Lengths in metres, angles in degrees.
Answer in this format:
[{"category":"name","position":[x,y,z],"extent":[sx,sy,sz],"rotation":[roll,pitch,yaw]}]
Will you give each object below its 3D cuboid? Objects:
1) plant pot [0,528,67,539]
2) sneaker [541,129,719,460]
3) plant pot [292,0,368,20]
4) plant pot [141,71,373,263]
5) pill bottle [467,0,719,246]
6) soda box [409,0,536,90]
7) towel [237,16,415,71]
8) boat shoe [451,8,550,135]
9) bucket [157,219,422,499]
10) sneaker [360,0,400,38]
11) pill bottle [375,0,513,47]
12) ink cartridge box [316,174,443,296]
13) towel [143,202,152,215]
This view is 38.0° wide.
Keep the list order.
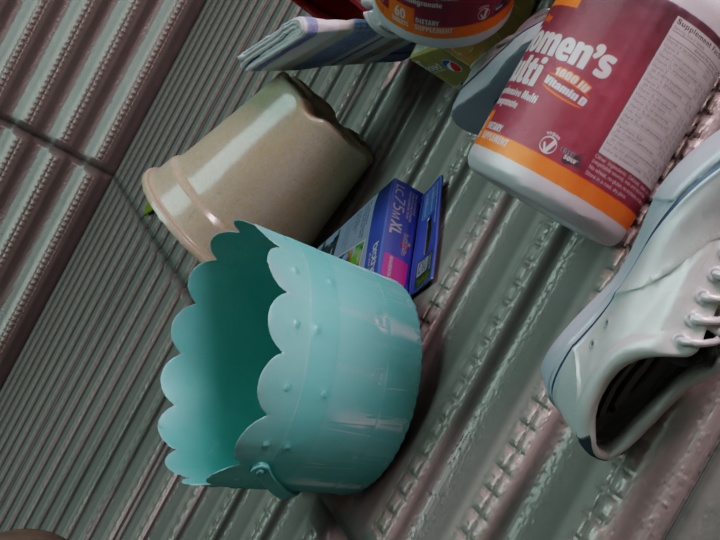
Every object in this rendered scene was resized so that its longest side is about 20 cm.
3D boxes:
[{"category":"plant pot","position":[-0.332,0.388,1.064],"extent":[0.173,0.200,0.201],"rotation":[14,77,52]},{"category":"sneaker","position":[0.168,0.014,0.521],"extent":[0.200,0.073,0.071],"rotation":[-61,29,28]},{"category":"plant pot","position":[0.001,-0.373,1.160],"extent":[0.183,0.200,0.200],"rotation":[-60,22,0]},{"category":"plant pot","position":[-0.094,-0.098,1.097],"extent":[0.183,0.200,0.201],"rotation":[-45,25,11]},{"category":"pill bottle","position":[0.158,-0.125,0.634],"extent":[0.201,0.109,0.110],"rotation":[-61,22,5]},{"category":"soda box","position":[0.122,-0.262,0.933],"extent":[0.201,0.068,0.064],"rotation":[-65,22,-8]},{"category":"towel","position":[-0.006,-0.229,1.037],"extent":[0.147,0.199,0.024],"rotation":[-9,91,60]},{"category":"boat shoe","position":[0.138,-0.165,0.790],"extent":[0.200,0.071,0.070],"rotation":[-30,41,65]},{"category":"bucket","position":[-0.056,0.075,0.802],"extent":[0.207,0.134,0.208],"rotation":[-37,44,48]},{"category":"sneaker","position":[0.074,-0.290,0.894],"extent":[0.201,0.077,0.091],"rotation":[-68,23,11]},{"category":"pill bottle","position":[0.064,-0.268,0.741],"extent":[0.200,0.109,0.110],"rotation":[88,-170,-53]},{"category":"ink cartridge box","position":[0.000,0.000,0.942],"extent":[0.200,0.042,0.120],"rotation":[-37,33,45]},{"category":"towel","position":[-0.372,-0.160,1.994],"extent":[0.200,0.018,0.086],"rotation":[-16,50,62]}]
